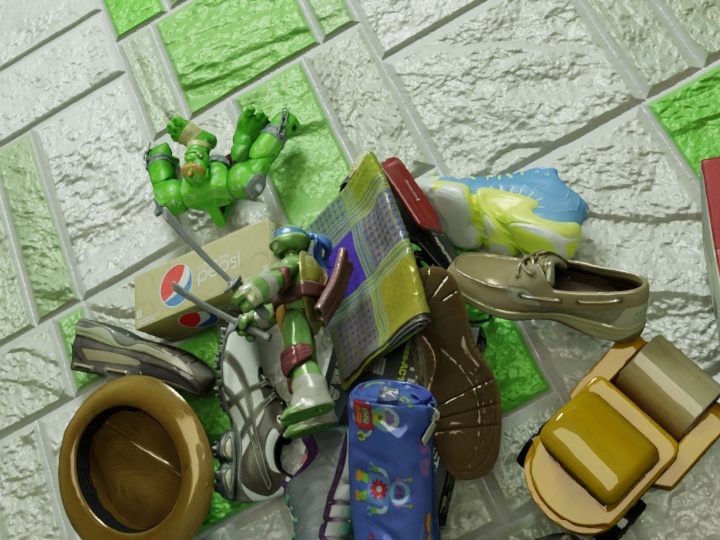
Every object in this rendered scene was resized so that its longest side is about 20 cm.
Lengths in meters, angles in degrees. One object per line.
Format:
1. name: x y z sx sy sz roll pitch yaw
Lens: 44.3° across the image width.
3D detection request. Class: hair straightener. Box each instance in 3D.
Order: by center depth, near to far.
1. hair straightener: 0.070 -0.022 0.952 0.041 0.077 0.201 -33 83 -43

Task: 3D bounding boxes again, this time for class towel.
1. towel: 0.000 0.000 0.880 0.144 0.023 0.202 -42 51 41

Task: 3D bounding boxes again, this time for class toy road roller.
1. toy road roller: 0.235 0.147 0.795 0.200 0.146 0.123 -46 66 -3

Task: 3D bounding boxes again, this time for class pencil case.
1. pencil case: 0.034 0.196 0.782 0.086 0.078 0.203 0 95 32

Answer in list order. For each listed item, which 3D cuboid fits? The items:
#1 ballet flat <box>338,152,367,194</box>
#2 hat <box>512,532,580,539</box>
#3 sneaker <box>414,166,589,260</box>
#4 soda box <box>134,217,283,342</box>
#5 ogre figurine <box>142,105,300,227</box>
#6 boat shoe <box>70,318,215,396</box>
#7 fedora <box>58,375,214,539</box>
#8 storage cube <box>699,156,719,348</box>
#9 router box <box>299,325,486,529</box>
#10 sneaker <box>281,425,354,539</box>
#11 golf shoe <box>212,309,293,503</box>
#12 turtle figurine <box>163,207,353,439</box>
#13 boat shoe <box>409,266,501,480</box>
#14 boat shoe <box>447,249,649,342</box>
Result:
1. ballet flat: -0.030 -0.043 0.982 0.056 0.066 0.202 25 81 -14
2. hat: 0.168 0.287 0.783 0.198 0.203 0.081 11 35 20
3. sneaker: 0.154 -0.070 0.948 0.198 0.076 0.105 27 55 30
4. soda box: -0.157 0.014 0.976 0.198 0.064 0.069 -21 62 27
5. ogre figurine: -0.171 -0.124 1.046 0.197 0.099 0.121 1 53 1
6. boat shoe: -0.249 0.114 1.003 0.198 0.074 0.074 16 86 30
7. fedora: -0.227 0.211 0.943 0.198 0.082 0.204 -5 77 21
8. storage cube: 0.400 0.003 0.770 0.177 0.200 0.173 -8 66 18
9. router box: 0.035 0.143 0.903 0.148 0.062 0.203 10 75 18
10. sneaker: -0.041 0.242 0.831 0.086 0.074 0.203 4 66 28
11. golf shoe: -0.107 0.142 0.944 0.093 0.078 0.203 -3 83 6
12. turtle figurine: -0.097 0.057 0.828 0.144 0.198 0.196 -43 57 47
13. boat shoe: 0.086 0.098 0.843 0.072 0.063 0.203 -8 72 -4
14. boat shoe: 0.177 0.010 0.851 0.198 0.066 0.072 16 44 24
